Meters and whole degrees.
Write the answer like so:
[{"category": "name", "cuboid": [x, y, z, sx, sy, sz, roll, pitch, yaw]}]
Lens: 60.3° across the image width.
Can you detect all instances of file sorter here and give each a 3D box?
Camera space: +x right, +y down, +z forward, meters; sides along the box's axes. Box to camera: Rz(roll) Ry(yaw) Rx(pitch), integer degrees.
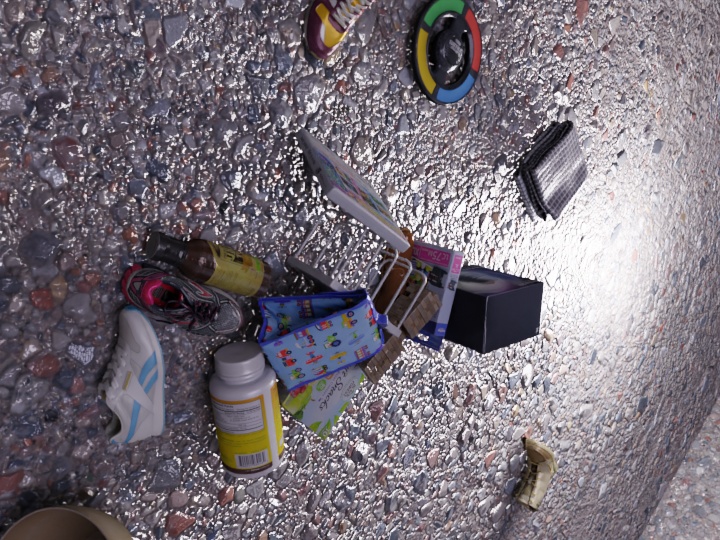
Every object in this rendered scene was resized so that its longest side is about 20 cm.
[{"category": "file sorter", "cuboid": [0.000, 0.000, 1.087, 0.199, 0.138, 0.126, 38, 81, -41]}]

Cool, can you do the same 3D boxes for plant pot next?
[{"category": "plant pot", "cuboid": [-0.383, 0.418, 0.851, 0.134, 0.197, 0.204, 44, 68, -77]}]

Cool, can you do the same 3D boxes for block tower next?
[{"category": "block tower", "cuboid": [0.065, 0.111, 1.157, 0.200, 0.057, 0.054, -48, 133, -16]}]

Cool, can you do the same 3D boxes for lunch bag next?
[{"category": "lunch bag", "cuboid": [-0.050, 0.104, 1.013, 0.196, 0.095, 0.152, -13, 140, 5]}]

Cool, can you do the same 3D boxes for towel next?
[{"category": "towel", "cuboid": [0.463, -0.235, 1.487, 0.201, 0.085, 0.167, -49, 128, -21]}]

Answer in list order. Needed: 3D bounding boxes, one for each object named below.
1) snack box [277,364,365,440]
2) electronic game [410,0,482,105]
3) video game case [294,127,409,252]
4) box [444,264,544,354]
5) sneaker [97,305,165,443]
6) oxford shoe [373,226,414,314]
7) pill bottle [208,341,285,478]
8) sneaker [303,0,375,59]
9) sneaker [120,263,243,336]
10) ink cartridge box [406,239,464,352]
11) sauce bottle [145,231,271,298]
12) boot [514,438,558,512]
[{"category": "snack box", "cuboid": [-0.061, 0.189, 1.149, 0.201, 0.053, 0.143, -55, 132, -16]}, {"category": "electronic game", "cuboid": [0.169, -0.423, 1.197, 0.198, 0.041, 0.204, -13, 110, -39]}, {"category": "video game case", "cuboid": [-0.014, -0.132, 1.028, 0.024, 0.183, 0.199, -42, 134, 15]}, {"category": "box", "cuboid": [0.246, 0.072, 1.297, 0.198, 0.197, 0.126, -10, 109, -40]}, {"category": "sneaker", "cuboid": [-0.328, 0.151, 0.882, 0.080, 0.076, 0.204, -10, 106, -37]}, {"category": "oxford shoe", "cuboid": [0.076, 0.017, 1.216, 0.071, 0.071, 0.204, 15, 90, -41]}, {"category": "pill bottle", "cuboid": [-0.185, 0.224, 1.008, 0.108, 0.108, 0.204, -19, 114, -37]}, {"category": "sneaker", "cuboid": [-0.021, -0.432, 0.989, 0.074, 0.089, 0.203, 28, 82, -43]}, {"category": "sneaker", "cuboid": [-0.255, 0.056, 0.921, 0.198, 0.074, 0.082, 25, 85, -44]}, {"category": "ink cartridge box", "cuboid": [0.131, 0.049, 1.239, 0.041, 0.118, 0.204, 7, 97, -42]}, {"category": "sauce bottle", "cuboid": [-0.225, -0.010, 0.937, 0.198, 0.064, 0.066, 21, 88, -45]}, {"category": "boot", "cuboid": [0.482, 0.574, 1.735, 0.156, 0.072, 0.201, -54, 136, -21]}]
